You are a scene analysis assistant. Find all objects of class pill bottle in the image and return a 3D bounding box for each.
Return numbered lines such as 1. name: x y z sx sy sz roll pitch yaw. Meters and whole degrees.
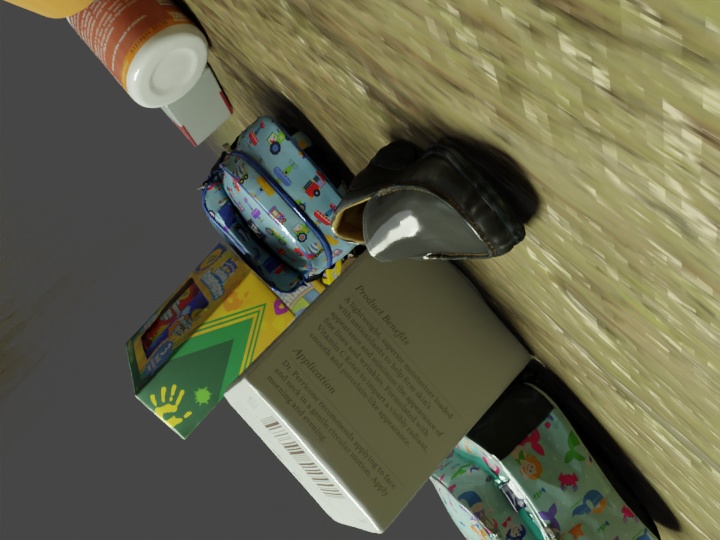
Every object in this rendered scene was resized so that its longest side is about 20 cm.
1. pill bottle: -0.277 -0.299 0.976 0.201 0.112 0.112 48 174 16

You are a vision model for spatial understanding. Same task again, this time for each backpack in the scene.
1. backpack: 0.163 0.205 0.741 0.200 0.151 0.178 44 173 -2
2. backpack: -0.083 -0.068 0.886 0.183 0.134 0.200 49 172 -9

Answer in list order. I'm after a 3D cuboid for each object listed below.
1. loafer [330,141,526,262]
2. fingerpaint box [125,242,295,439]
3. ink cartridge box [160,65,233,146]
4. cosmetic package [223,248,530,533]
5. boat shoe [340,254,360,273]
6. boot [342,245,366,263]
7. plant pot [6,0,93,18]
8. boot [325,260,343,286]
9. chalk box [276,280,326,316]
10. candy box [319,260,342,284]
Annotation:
1. loafer: 0.035 -0.030 0.510 0.073 0.072 0.200 51 173 -15
2. fingerpaint box: -0.171 0.065 0.901 0.073 0.167 0.200 45 174 -20
3. ink cartridge box: -0.289 -0.300 1.203 0.200 0.083 0.146 47 175 14
4. cosmetic package: 0.008 0.093 0.734 0.165 0.200 0.165 48 160 -1
5. boat shoe: 0.060 0.054 0.960 0.201 0.062 0.074 51 130 13
6. boot: 0.000 0.000 1.136 0.200 0.071 0.169 49 162 45
7. plant pot: -0.358 -0.363 0.856 0.200 0.200 0.183 46 -174 21
8. boot: -0.059 0.001 1.462 0.204 0.073 0.154 51 179 35
9. chalk box: -0.080 0.083 1.159 0.199 0.124 0.125 40 171 29
10. candy box: -0.052 -0.037 1.143 0.200 0.026 0.105 -171 75 -81
